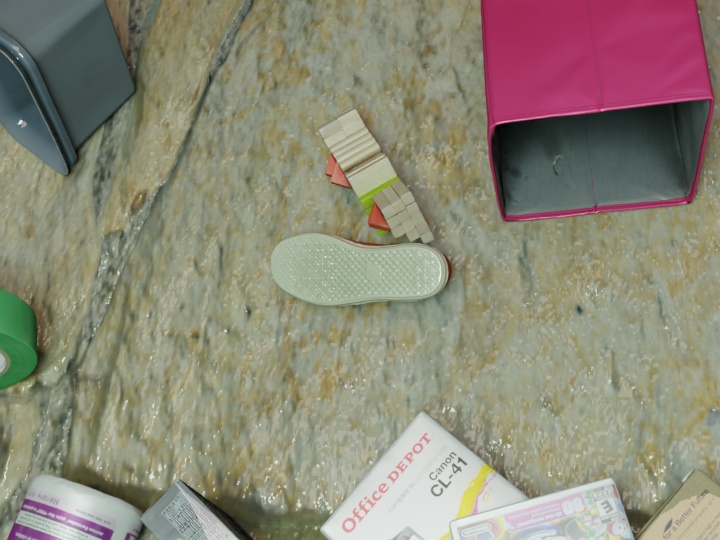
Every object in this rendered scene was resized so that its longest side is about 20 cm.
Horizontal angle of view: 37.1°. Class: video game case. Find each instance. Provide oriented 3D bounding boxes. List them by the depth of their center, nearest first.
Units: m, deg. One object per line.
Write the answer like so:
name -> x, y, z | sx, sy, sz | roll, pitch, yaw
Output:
video game case -> 0.166, 0.280, 0.857 | 0.143, 0.018, 0.200 | -15, 67, 1

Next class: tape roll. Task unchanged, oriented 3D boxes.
tape roll -> -0.420, 0.071, 1.050 | 0.200, 0.200, 0.048 | -11, 64, 6

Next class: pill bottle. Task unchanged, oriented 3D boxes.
pill bottle -> -0.283, 0.296, 0.972 | 0.112, 0.112, 0.200 | 14, 69, 16

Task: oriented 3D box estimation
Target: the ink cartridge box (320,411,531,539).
ink cartridge box -> 0.086, 0.245, 0.941 | 0.200, 0.086, 0.148 | 38, 78, 21

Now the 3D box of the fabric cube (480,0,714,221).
fabric cube -> 0.221, -0.186, 1.048 | 0.200, 0.196, 0.200 | -6, 65, 9

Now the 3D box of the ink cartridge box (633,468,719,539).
ink cartridge box -> 0.278, 0.295, 0.887 | 0.200, 0.075, 0.165 | -45, 65, -10

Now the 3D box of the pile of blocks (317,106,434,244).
pile of blocks -> 0.005, -0.090, 1.113 | 0.062, 0.082, 0.200 | -29, 50, 0

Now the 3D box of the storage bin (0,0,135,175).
storage bin -> -0.343, -0.232, 1.187 | 0.145, 0.200, 0.134 | 34, 65, 22

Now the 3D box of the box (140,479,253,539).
box -> -0.084, 0.277, 0.918 | 0.200, 0.158, 0.048 | 39, 78, 23

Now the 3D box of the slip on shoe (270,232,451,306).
slip on shoe -> 0.000, 0.000, 1.086 | 0.200, 0.061, 0.074 | 2, 90, 25
